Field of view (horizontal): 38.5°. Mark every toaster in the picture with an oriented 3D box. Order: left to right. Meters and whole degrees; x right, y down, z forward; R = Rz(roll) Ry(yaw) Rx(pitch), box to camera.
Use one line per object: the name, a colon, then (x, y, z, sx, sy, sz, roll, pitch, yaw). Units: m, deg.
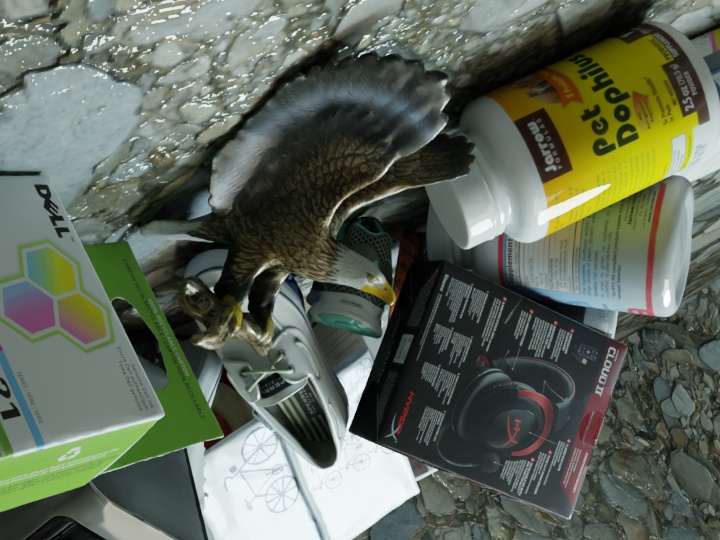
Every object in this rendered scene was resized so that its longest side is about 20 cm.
toaster: (-0.199, 0.139, 0.644, 0.180, 0.201, 0.119, -37, 133, 11)

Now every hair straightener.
hair straightener: (-0.141, 0.077, 0.878, 0.076, 0.041, 0.200, 12, 178, 19)

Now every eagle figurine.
eagle figurine: (-0.027, -0.039, 0.639, 0.201, 0.150, 0.152, -57, -152, 1)

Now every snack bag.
snack bag: (-0.050, 0.185, 0.894, 0.199, 0.021, 0.190, -30, 127, -17)

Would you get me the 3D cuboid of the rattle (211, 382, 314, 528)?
rattle: (-0.120, 0.184, 0.886, 0.130, 0.201, 0.143, -36, 177, -19)

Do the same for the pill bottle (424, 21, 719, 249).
pill bottle: (0.146, -0.092, 0.736, 0.198, 0.110, 0.109, -26, 166, -8)

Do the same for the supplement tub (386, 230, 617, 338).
supplement tub: (0.128, 0.026, 0.950, 0.198, 0.124, 0.123, 10, 163, 1)

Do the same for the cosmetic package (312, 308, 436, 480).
cosmetic package: (0.030, 0.129, 1.113, 0.081, 0.201, 0.113, -17, 162, -35)

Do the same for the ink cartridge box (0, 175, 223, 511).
ink cartridge box: (-0.152, 0.029, 0.538, 0.076, 0.149, 0.199, -40, 162, 32)

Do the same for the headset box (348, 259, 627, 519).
headset box: (0.112, 0.099, 0.827, 0.198, 0.150, 0.075, 23, 171, -17)

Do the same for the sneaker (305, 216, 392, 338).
sneaker: (0.000, 0.000, 0.868, 0.077, 0.092, 0.200, 16, -178, -6)

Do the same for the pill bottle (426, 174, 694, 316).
pill bottle: (0.159, -0.029, 0.829, 0.198, 0.110, 0.109, 7, 180, 25)

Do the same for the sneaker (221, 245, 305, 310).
sneaker: (-0.084, 0.030, 0.842, 0.073, 0.083, 0.201, -10, 147, 3)

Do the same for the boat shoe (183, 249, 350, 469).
boat shoe: (-0.060, 0.070, 0.767, 0.073, 0.067, 0.200, -29, 125, 14)

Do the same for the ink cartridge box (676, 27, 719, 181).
ink cartridge box: (0.290, -0.135, 0.898, 0.198, 0.088, 0.145, -23, 166, -9)

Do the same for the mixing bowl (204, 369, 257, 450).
mixing bowl: (-0.104, 0.144, 1.030, 0.199, 0.109, 0.201, -26, -155, 13)

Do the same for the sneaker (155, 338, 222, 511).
sneaker: (-0.143, 0.143, 0.755, 0.072, 0.201, 0.071, -8, 137, 33)
